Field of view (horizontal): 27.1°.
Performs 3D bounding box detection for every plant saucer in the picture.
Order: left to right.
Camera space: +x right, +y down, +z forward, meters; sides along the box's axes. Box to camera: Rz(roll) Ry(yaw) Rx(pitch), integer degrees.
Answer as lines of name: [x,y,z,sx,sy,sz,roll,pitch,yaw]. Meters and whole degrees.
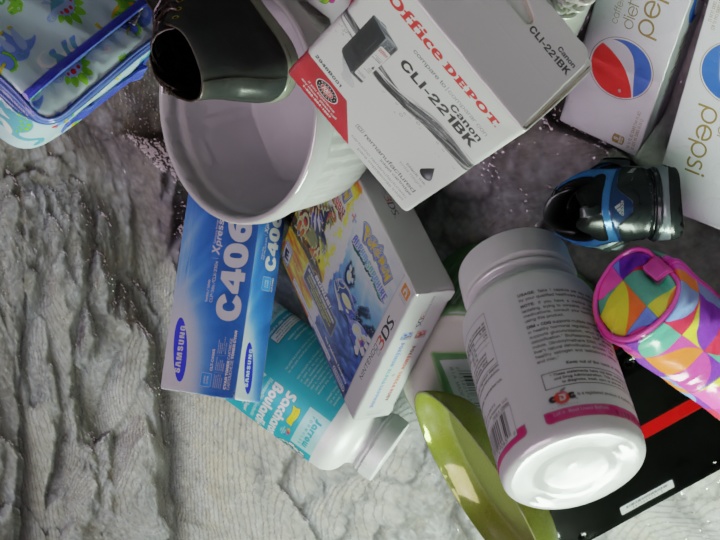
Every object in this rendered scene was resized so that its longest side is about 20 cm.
plant saucer: [0.113,0.183,1.284,0.201,0.031,0.201,55,166,20]

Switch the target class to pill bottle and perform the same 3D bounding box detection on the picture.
pill bottle: [-0.050,0.123,1.497,0.199,0.111,0.111,35,136,8]
pill bottle: [0.143,0.072,1.167,0.112,0.202,0.114,-8,142,-6]

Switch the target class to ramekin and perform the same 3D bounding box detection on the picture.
ramekin: [-0.069,-0.144,1.264,0.199,0.104,0.203,10,104,43]
ramekin: [0.129,0.083,1.347,0.198,0.098,0.202,19,132,22]

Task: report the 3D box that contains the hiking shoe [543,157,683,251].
hiking shoe: [0.179,-0.054,1.165,0.200,0.085,0.076,163,105,-79]

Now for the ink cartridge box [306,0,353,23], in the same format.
ink cartridge box: [0.060,-0.254,1.144,0.175,0.084,0.201,37,136,6]

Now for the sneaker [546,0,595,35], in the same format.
sneaker: [0.142,-0.209,1.018,0.072,0.071,0.201,-1,135,-15]

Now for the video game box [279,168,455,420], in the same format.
video game box: [0.000,0.000,1.338,0.201,0.046,0.183,64,145,32]

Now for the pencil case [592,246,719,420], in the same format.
pencil case: [0.266,0.054,1.175,0.088,0.089,0.199,-14,148,41]

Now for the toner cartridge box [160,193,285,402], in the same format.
toner cartridge box: [-0.131,0.020,1.436,0.094,0.043,0.203,4,84,34]

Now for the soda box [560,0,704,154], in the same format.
soda box: [0.209,-0.189,1.093,0.068,0.064,0.202,26,134,16]

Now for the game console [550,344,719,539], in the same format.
game console: [0.221,0.135,1.278,0.178,0.198,0.031,65,175,-30]

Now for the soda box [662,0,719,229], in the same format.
soda box: [0.276,-0.131,1.101,0.067,0.064,0.202,23,134,18]

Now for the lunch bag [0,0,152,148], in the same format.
lunch bag: [-0.275,-0.214,1.329,0.161,0.200,0.082,48,143,-5]

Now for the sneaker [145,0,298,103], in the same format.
sneaker: [-0.141,-0.208,1.172,0.200,0.106,0.075,47,124,25]

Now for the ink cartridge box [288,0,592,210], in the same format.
ink cartridge box: [0.052,-0.146,1.073,0.145,0.084,0.200,49,153,-5]
